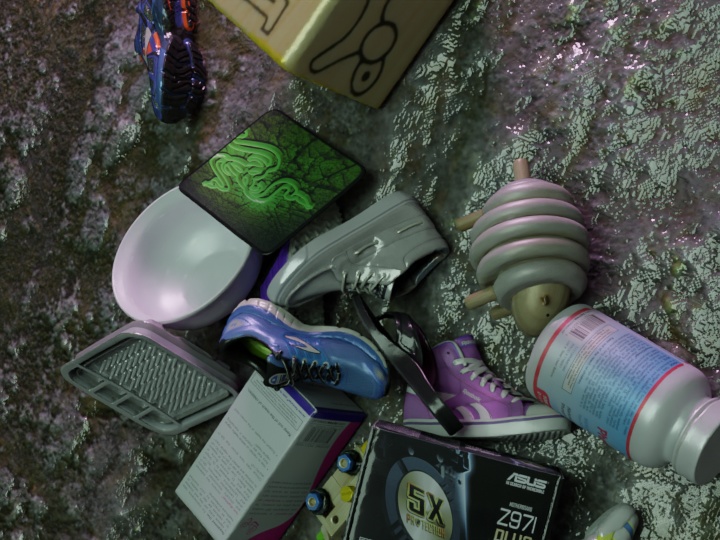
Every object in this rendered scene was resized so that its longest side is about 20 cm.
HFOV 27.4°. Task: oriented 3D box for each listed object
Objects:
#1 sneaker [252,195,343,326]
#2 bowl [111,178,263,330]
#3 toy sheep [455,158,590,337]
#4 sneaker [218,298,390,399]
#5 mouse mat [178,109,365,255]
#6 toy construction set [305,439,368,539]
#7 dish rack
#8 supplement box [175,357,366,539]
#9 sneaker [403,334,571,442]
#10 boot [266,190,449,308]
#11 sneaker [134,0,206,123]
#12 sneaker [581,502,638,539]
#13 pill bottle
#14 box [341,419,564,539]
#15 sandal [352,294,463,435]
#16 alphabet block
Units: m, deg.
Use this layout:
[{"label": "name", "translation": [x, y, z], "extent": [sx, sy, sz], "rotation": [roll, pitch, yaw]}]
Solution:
[{"label": "sneaker", "translation": [-0.085, 0.005, 1.727], "extent": [0.099, 0.070, 0.200], "rotation": [-1, 74, 51]}, {"label": "bowl", "translation": [-0.191, -0.004, 1.769], "extent": [0.201, 0.090, 0.201], "rotation": [-16, 53, 22]}, {"label": "toy sheep", "translation": [0.171, -0.026, 1.520], "extent": [0.138, 0.138, 0.200], "rotation": [-21, 64, 30]}, {"label": "sneaker", "translation": [-0.063, 0.103, 1.601], "extent": [0.200, 0.089, 0.079], "rotation": [17, 130, 16]}, {"label": "mouse mat", "translation": [-0.106, -0.108, 1.733], "extent": [0.161, 0.008, 0.200], "rotation": [-41, 46, -14]}, {"label": "toy construction set", "translation": [0.008, 0.264, 1.612], "extent": [0.200, 0.092, 0.131], "rotation": [-45, 60, 8]}, {"label": "dish rack", "translation": [-0.243, 0.122, 1.751], "extent": [0.200, 0.172, 0.044], "rotation": [-27, 36, 49]}, {"label": "supplement box", "translation": [-0.104, 0.210, 1.684], "extent": [0.103, 0.101, 0.200], "rotation": [42, 106, 32]}, {"label": "sneaker", "translation": [0.131, 0.123, 1.557], "extent": [0.200, 0.073, 0.114], "rotation": [-1, 79, 35]}, {"label": "boot", "translation": [0.000, 0.000, 1.631], "extent": [0.200, 0.074, 0.096], "rotation": [-35, 64, -6]}, {"label": "sneaker", "translation": [-0.250, -0.277, 1.894], "extent": [0.078, 0.075, 0.200], "rotation": [-22, 62, 39]}, {"label": "sneaker", "translation": [0.240, 0.333, 1.458], "extent": [0.105, 0.076, 0.200], "rotation": [33, 93, 6]}, {"label": "pill bottle", "translation": [0.267, 0.123, 1.438], "extent": [0.200, 0.109, 0.109], "rotation": [33, 101, 34]}, {"label": "box", "translation": [0.090, 0.257, 1.500], "extent": [0.200, 0.086, 0.164], "rotation": [15, 91, 5]}, {"label": "sandal", "translation": [0.058, 0.092, 1.558], "extent": [0.048, 0.075, 0.200], "rotation": [-39, 53, 0]}, {"label": "alphabet block", "translation": [-0.030, -0.332, 1.671], "extent": [0.196, 0.195, 0.200], "rotation": [46, 107, 33]}]
